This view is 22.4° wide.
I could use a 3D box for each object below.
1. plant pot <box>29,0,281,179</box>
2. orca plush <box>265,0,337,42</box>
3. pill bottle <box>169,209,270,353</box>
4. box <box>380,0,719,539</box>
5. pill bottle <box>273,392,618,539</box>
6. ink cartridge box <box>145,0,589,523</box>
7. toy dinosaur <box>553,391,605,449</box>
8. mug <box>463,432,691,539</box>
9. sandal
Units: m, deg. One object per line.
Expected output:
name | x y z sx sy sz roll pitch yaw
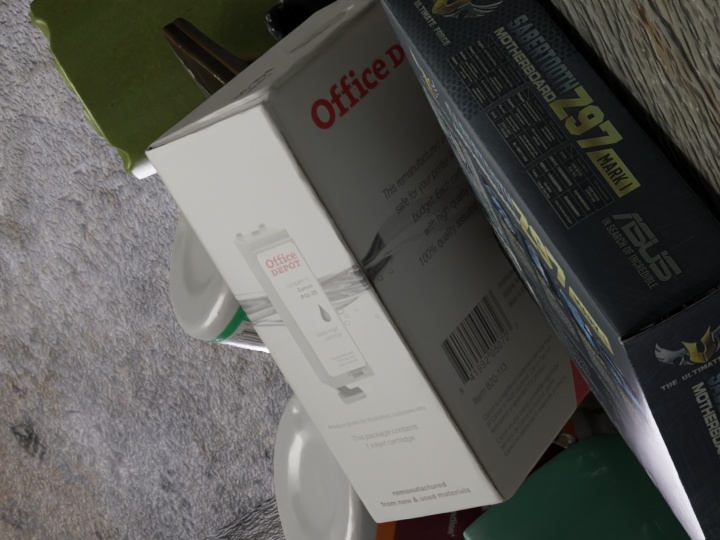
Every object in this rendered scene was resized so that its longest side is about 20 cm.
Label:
plant pot | -0.086 -0.153 1.076 0.200 0.190 0.200 59 179 2
orca plush | -0.011 -0.178 0.888 0.105 0.071 0.200 -61 -41 -37
pill bottle | 0.000 0.000 1.055 0.200 0.113 0.113 11 -155 -26
box | 0.087 -0.006 0.652 0.200 0.051 0.158 59 -179 44
pill bottle | 0.062 0.114 1.038 0.114 0.200 0.115 10 101 64
ink cartridge box | 0.021 -0.015 0.797 0.083 0.147 0.200 -17 110 43
toy dinosaur | 0.063 0.044 0.985 0.200 0.058 0.101 35 -150 -12
mug | 0.148 0.167 0.952 0.152 0.114 0.185 49 176 32
sandal | -0.025 -0.086 0.943 0.200 0.055 0.082 28 159 40
